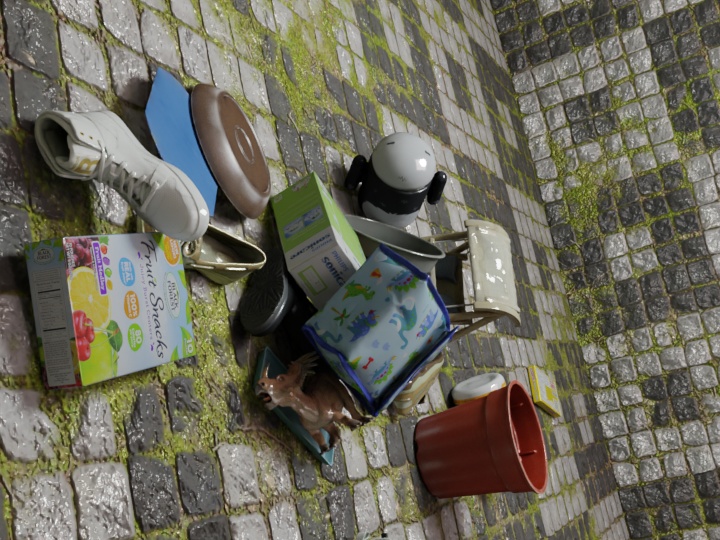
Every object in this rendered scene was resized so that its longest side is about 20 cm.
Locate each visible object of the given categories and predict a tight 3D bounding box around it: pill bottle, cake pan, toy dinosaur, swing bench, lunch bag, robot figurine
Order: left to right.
[{"bbox_3d":[-0.056,0.171,1.273,0.136,0.085,0.200,56,9,10],"label":"toy dinosaur"},{"bbox_3d":[0.048,-0.045,1.597,0.200,0.198,0.037,-8,120,-67],"label":"cake pan"},{"bbox_3d":[0.039,0.098,1.289,0.127,0.170,0.201,37,-14,38],"label":"lunch bag"},{"bbox_3d":[0.064,-0.159,1.699,0.149,0.201,0.125,-25,64,-31],"label":"robot figurine"},{"bbox_3d":[0.205,0.021,1.863,0.130,0.198,0.201,42,37,-50],"label":"swing bench"},{"bbox_3d":[0.267,0.322,1.906,0.116,0.115,0.203,-28,101,-67],"label":"pill bottle"}]

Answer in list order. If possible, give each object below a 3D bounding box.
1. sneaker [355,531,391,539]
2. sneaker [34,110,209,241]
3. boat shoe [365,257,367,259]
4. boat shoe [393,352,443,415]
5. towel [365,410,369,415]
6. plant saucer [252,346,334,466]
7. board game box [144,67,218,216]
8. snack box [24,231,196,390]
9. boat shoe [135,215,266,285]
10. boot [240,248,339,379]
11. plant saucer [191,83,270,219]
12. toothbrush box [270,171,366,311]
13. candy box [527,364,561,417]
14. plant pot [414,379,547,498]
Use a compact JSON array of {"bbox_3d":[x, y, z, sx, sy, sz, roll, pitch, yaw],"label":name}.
[{"bbox_3d":[0.038,0.449,1.329,0.199,0.079,0.131,47,41,-29],"label":"sneaker"},{"bbox_3d":[-0.258,-0.097,0.976,0.199,0.074,0.115,40,21,17],"label":"sneaker"},{"bbox_3d":[0.000,0.000,1.557,0.072,0.062,0.199,61,24,15],"label":"boat shoe"},{"bbox_3d":[0.099,0.204,1.680,0.200,0.071,0.077,-27,114,-60],"label":"boat shoe"},{"bbox_3d":[0.012,0.132,1.568,0.145,0.023,0.201,63,25,-23],"label":"towel"},{"bbox_3d":[-0.090,0.193,1.296,0.201,0.019,0.070,54,29,-37],"label":"plant saucer"},{"bbox_3d":[-0.236,-0.158,1.176,0.201,0.039,0.159,-94,159,-52],"label":"board game box"},{"bbox_3d":[-0.253,0.035,0.967,0.200,0.052,0.144,-9,92,-68],"label":"snack box"},{"bbox_3d":[-0.196,-0.033,1.149,0.200,0.062,0.074,32,46,-55],"label":"boat shoe"},{"bbox_3d":[-0.089,0.092,1.314,0.166,0.065,0.201,-81,149,-51],"label":"boot"},{"bbox_3d":[-0.173,-0.171,1.298,0.200,0.032,0.203,-21,91,-79],"label":"plant saucer"},{"bbox_3d":[-0.052,-0.028,1.378,0.146,0.085,0.201,55,8,-36],"label":"toothbrush box"},{"bbox_3d":[0.510,0.336,2.569,0.200,0.026,0.104,37,39,-55],"label":"candy box"},{"bbox_3d":[0.213,0.320,1.678,0.201,0.193,0.203,48,33,-45],"label":"plant pot"}]
